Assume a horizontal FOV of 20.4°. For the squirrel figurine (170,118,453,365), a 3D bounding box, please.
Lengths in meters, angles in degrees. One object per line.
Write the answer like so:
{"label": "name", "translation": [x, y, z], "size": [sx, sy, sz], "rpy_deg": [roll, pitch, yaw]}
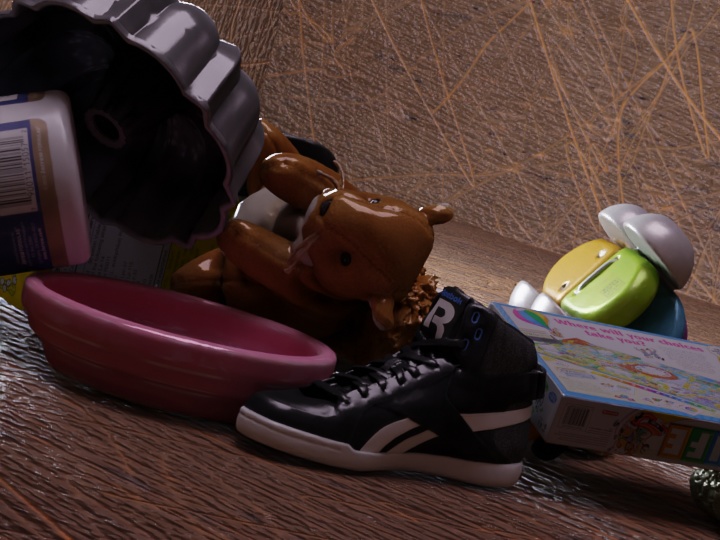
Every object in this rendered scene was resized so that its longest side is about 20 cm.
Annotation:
{"label": "squirrel figurine", "translation": [0.000, 0.000, 1.347], "size": [0.200, 0.142, 0.186], "rpy_deg": [44, -24, -26]}

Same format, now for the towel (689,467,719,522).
{"label": "towel", "translation": [0.319, 0.171, 1.271], "size": [0.198, 0.037, 0.148], "rpy_deg": [14, 6, -14]}

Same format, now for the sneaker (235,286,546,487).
{"label": "sneaker", "translation": [0.021, 0.059, 1.184], "size": [0.199, 0.113, 0.073], "rpy_deg": [11, 5, -35]}

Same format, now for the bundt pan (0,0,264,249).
{"label": "bundt pan", "translation": [-0.146, -0.115, 1.303], "size": [0.201, 0.203, 0.076], "rpy_deg": [24, 53, 19]}

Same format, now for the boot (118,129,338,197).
{"label": "boot", "translation": [-0.119, -0.093, 1.493], "size": [0.199, 0.070, 0.174], "rpy_deg": [21, 1, -22]}

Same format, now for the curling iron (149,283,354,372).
{"label": "curling iron", "translation": [-0.085, 0.050, 1.419], "size": [0.198, 0.026, 0.050], "rpy_deg": [17, -33, -22]}

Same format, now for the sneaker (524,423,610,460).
{"label": "sneaker", "translation": [0.127, 0.087, 1.420], "size": [0.091, 0.076, 0.200], "rpy_deg": [13, 3, 28]}

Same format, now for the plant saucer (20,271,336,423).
{"label": "plant saucer", "translation": [-0.115, 0.050, 1.238], "size": [0.199, 0.051, 0.201], "rpy_deg": [15, 5, -1]}

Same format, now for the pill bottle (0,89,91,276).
{"label": "pill bottle", "translation": [-0.273, -0.045, 1.249], "size": [0.198, 0.112, 0.111], "rpy_deg": [-8, 8, -6]}

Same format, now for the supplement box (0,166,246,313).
{"label": "supplement box", "translation": [-0.169, -0.019, 1.473], "size": [0.199, 0.110, 0.109], "rpy_deg": [11, 6, -35]}

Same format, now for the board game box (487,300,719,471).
{"label": "board game box", "translation": [0.188, 0.080, 1.305], "size": [0.198, 0.034, 0.135], "rpy_deg": [11, 21, -22]}

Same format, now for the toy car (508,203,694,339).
{"label": "toy car", "translation": [0.253, 0.039, 1.955], "size": [0.150, 0.175, 0.200], "rpy_deg": [51, -2, -12]}

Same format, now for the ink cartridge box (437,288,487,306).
{"label": "ink cartridge box", "translation": [0.069, 0.056, 1.585], "size": [0.199, 0.068, 0.116], "rpy_deg": [19, 7, 40]}
